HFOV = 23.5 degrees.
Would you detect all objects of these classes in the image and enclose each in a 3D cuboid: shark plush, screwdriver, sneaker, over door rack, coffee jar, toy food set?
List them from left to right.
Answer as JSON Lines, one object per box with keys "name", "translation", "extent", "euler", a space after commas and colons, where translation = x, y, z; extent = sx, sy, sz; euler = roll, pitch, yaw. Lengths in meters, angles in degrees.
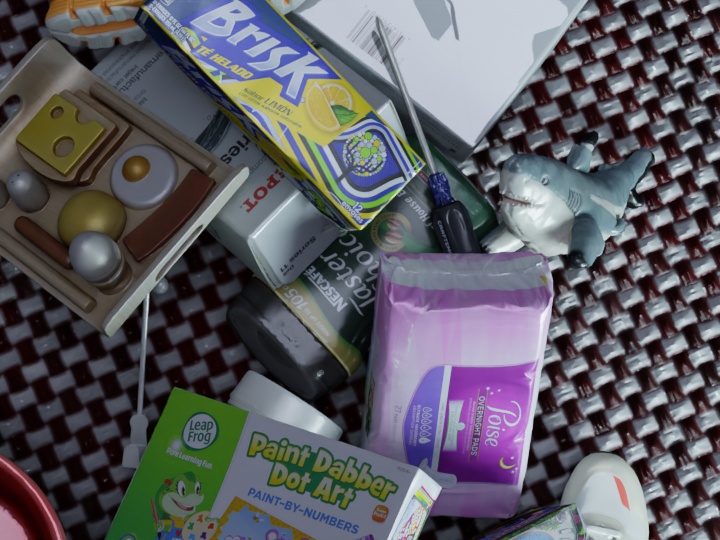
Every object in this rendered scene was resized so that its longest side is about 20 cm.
{"name": "over door rack", "translation": [-0.219, 0.032, 1.258], "extent": [0.148, 0.067, 0.200], "euler": [6, 95, 3]}
{"name": "toy food set", "translation": [-0.190, -0.061, 1.169], "extent": [0.200, 0.060, 0.144], "euler": [35, 79, 26]}
{"name": "sneaker", "translation": [-0.122, -0.211, 1.198], "extent": [0.200, 0.078, 0.077], "euler": [-7, 69, 2]}
{"name": "coffee jar", "translation": [0.000, 0.000, 1.271], "extent": [0.200, 0.085, 0.104], "euler": [-44, 89, -9]}
{"name": "screwdriver", "translation": [0.047, -0.083, 1.216], "extent": [0.028, 0.029, 0.200], "euler": [-22, 102, -12]}
{"name": "shark plush", "translation": [0.169, -0.061, 1.255], "extent": [0.200, 0.091, 0.083], "euler": [-16, 108, -38]}
{"name": "sneaker", "translation": [0.176, 0.230, 1.251], "extent": [0.070, 0.093, 0.200], "euler": [10, 82, -4]}

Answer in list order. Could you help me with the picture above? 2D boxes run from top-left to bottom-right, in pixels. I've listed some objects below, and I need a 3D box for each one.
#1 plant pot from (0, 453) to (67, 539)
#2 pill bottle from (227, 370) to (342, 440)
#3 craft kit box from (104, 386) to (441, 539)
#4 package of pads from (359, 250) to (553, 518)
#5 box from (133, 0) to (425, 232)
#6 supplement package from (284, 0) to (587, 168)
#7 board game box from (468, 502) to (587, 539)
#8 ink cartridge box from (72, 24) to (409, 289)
{"name": "plant pot", "translation": [-0.288, 0.207, 1.171], "extent": [0.200, 0.177, 0.201], "euler": [1, 82, -4]}
{"name": "pill bottle", "translation": [-0.100, 0.176, 1.226], "extent": [0.111, 0.111, 0.200], "euler": [33, 81, 0]}
{"name": "craft kit box", "translation": [-0.075, 0.194, 1.112], "extent": [0.200, 0.049, 0.198], "euler": [14, 70, 30]}
{"name": "package of pads", "translation": [0.065, 0.080, 1.222], "extent": [0.120, 0.076, 0.200], "euler": [2, 123, -5]}
{"name": "box", "translation": [-0.054, -0.116, 1.124], "extent": [0.200, 0.070, 0.064], "euler": [45, 82, -8]}
{"name": "supplement package", "translation": [0.043, -0.198, 1.288], "extent": [0.200, 0.111, 0.156], "euler": [37, 82, 2]}
{"name": "board game box", "translation": [0.063, 0.229, 1.188], "extent": [0.200, 0.200, 0.062], "euler": [-25, 84, -7]}
{"name": "ink cartridge box", "translation": [-0.083, -0.106, 1.243], "extent": [0.200, 0.083, 0.147], "euler": [39, 79, 27]}
